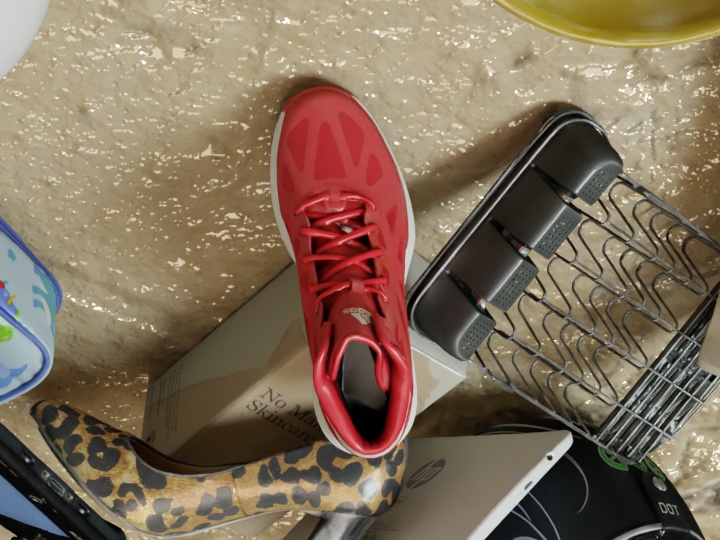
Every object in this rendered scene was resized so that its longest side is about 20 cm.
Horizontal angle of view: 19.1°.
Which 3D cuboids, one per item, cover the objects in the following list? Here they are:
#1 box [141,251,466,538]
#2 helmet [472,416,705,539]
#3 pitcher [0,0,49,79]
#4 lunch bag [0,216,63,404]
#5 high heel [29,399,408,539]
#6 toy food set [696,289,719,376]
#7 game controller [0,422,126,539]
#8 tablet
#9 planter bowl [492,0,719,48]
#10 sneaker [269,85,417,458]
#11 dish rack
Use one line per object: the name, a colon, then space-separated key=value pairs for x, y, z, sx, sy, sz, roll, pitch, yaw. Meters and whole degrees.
box: x=-0.035 y=0.066 z=1.268 sx=0.095 sy=0.078 sz=0.200 roll=30 pitch=128 yaw=-26
helmet: x=0.109 y=0.189 z=1.321 sx=0.199 sy=0.191 sz=0.201 roll=-13 pitch=115 yaw=-28
pitcher: x=-0.253 y=-0.139 z=1.037 sx=0.171 sy=0.121 sz=0.200 roll=42 pitch=135 yaw=-17
lunch bag: x=-0.280 y=0.030 z=1.223 sx=0.199 sy=0.083 sz=0.161 roll=-25 pitch=130 yaw=23
high heel: x=-0.077 y=0.095 z=1.222 sx=0.200 sy=0.071 sz=0.143 roll=36 pitch=99 yaw=-2
toy food set: x=0.259 y=0.000 z=1.116 sx=0.143 sy=0.060 sz=0.200 roll=19 pitch=138 yaw=15
game controller: x=-0.208 y=0.111 z=1.207 sx=0.104 sy=0.042 sz=0.200 roll=23 pitch=160 yaw=39
tablet: x=0.028 y=0.138 z=1.260 sx=0.014 sy=0.130 sz=0.200 roll=55 pitch=151 yaw=-15
planter bowl: x=0.129 y=-0.207 z=0.978 sx=0.199 sy=0.084 sz=0.201 roll=4 pitch=131 yaw=5
sneaker: x=0.000 y=0.000 z=1.112 sx=0.078 sy=0.116 sz=0.201 roll=-13 pitch=92 yaw=-4
dish rack: x=0.139 y=0.019 z=1.210 sx=0.200 sy=0.055 sz=0.154 roll=32 pitch=102 yaw=-38
